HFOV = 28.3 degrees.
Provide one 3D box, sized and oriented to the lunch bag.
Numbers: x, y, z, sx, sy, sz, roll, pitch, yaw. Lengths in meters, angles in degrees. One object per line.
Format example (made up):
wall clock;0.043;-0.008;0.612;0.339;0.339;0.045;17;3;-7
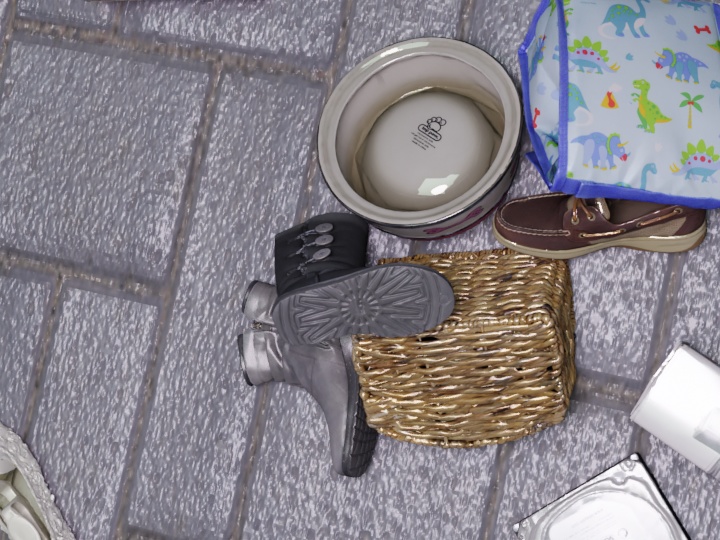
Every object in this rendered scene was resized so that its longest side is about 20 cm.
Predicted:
lunch bag;0.237;-0.142;1.256;0.169;0.128;0.201;5;53;-11

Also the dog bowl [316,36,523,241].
dog bowl;0.062;-0.117;1.356;0.199;0.074;0.202;-7;64;15

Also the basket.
basket;0.105;0.074;1.357;0.198;0.149;0.144;-5;116;15

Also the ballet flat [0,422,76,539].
ballet flat;-0.355;0.233;1.466;0.072;0.072;0.200;-41;75;8

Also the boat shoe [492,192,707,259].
boat shoe;0.220;-0.058;1.320;0.198;0.072;0.073;2;52;13

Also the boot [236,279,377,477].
boot;-0.053;0.106;1.401;0.131;0.070;0.202;-6;73;18

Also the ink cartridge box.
ink cartridge box;0.342;0.151;1.241;0.200;0.146;0.085;37;96;15

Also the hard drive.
hard drive;0.248;0.288;1.311;0.139;0.038;0.201;-32;79;11

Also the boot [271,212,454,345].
boot;-0.001;0.000;1.332;0.163;0.200;0.066;-5;108;1
